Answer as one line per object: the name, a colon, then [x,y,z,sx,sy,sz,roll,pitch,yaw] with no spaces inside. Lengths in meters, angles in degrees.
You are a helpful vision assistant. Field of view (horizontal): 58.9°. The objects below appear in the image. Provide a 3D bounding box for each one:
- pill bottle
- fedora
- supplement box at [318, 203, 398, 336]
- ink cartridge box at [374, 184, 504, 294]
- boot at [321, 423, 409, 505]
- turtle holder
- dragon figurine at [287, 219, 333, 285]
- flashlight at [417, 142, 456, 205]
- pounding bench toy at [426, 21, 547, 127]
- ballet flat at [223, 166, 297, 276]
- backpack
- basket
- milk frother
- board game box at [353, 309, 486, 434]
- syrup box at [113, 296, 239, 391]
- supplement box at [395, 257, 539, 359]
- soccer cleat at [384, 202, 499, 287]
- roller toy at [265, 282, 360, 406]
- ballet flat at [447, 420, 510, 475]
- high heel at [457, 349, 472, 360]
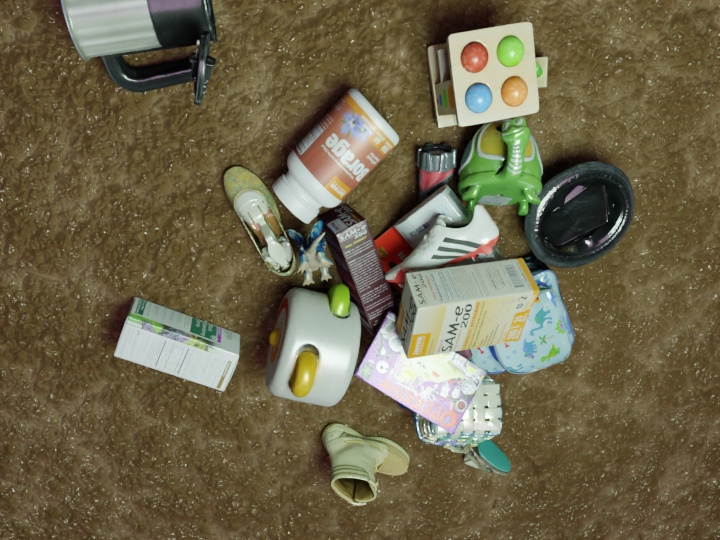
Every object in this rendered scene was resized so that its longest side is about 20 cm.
pill bottle: [-0.042,-0.174,1.001,0.200,0.113,0.112,-45,113,10]
fedora: [0.370,-0.106,1.115,0.195,0.092,0.205,-4,114,-9]
supplement box: [0.000,0.000,1.083,0.060,0.109,0.203,-26,116,-10]
ink cartridge box: [0.117,-0.022,1.074,0.199,0.047,0.161,-36,101,30]
boot: [0.020,0.386,1.229,0.197,0.156,0.074,28,107,-20]
turtle holder: [0.219,-0.172,1.019,0.138,0.185,0.135,0,80,28]
dragon figurine: [-0.081,-0.043,1.014,0.058,0.101,0.201,-15,160,-3]
flashlight: [0.129,-0.111,1.089,0.068,0.067,0.204,-34,129,-44]
pounding bench toy: [0.217,-0.296,0.959,0.195,0.156,0.127,-11,103,-5]
ballet flat: [-0.160,-0.076,1.048,0.070,0.071,0.203,-26,115,2]
backpack: [0.273,0.093,1.155,0.196,0.148,0.186,-21,111,6]
basket: [0.168,0.252,1.181,0.172,0.200,0.143,0,86,-6]
milk frother: [-0.287,-0.315,0.850,0.183,0.201,0.184,-10,119,-5]
board game box: [0.099,0.169,1.057,0.198,0.032,0.122,31,89,-7]
syrup box: [-0.311,0.128,1.101,0.196,0.079,0.083,22,108,-18]
supplement box: [0.162,0.060,0.989,0.195,0.074,0.128,-8,138,-12]
soccer cleat: [0.120,-0.039,1.002,0.197,0.069,0.087,-22,98,24]
roller toy: [-0.089,0.130,1.082,0.137,0.204,0.183,14,153,-14]
ballet flat: [0.222,0.360,1.313,0.200,0.068,0.075,43,123,-18]
high heel: [0.103,0.115,1.145,0.196,0.068,0.098,-6,121,27]
